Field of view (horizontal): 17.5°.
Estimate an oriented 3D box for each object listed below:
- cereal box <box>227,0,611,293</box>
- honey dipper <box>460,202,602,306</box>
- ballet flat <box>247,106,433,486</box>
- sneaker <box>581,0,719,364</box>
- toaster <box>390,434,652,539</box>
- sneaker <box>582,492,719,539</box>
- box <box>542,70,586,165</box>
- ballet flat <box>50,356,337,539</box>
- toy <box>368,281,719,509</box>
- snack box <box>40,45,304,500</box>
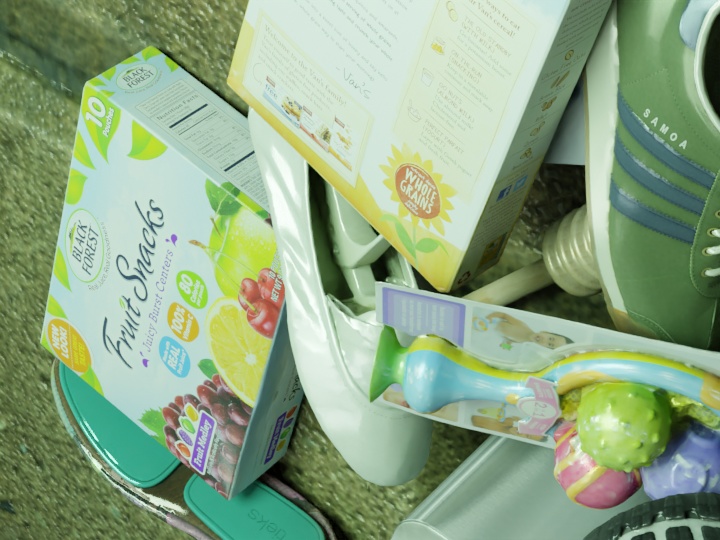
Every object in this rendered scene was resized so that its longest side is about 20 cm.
[{"bbox_3d":[0.023,-0.103,0.926,0.144,0.040,0.200,46,143,20],"label":"cereal box"},{"bbox_3d":[0.066,0.008,1.047,0.038,0.038,0.200,56,146,-4],"label":"honey dipper"},{"bbox_3d":[0.000,0.000,1.049,0.069,0.069,0.200,-14,92,50],"label":"ballet flat"},{"bbox_3d":[0.139,-0.042,0.900,0.090,0.067,0.200,17,127,43],"label":"sneaker"},{"bbox_3d":[0.103,0.173,1.064,0.181,0.119,0.200,38,139,17],"label":"toaster"},{"bbox_3d":[0.178,0.140,0.943,0.200,0.074,0.081,1,137,4],"label":"sneaker"},{"bbox_3d":[0.038,-0.141,0.951,0.137,0.038,0.200,7,123,44],"label":"box"},{"bbox_3d":[-0.091,0.115,1.269,0.200,0.069,0.071,37,159,18],"label":"ballet flat"},{"bbox_3d":[0.098,0.067,0.964,0.200,0.047,0.115,16,153,9],"label":"toy"},{"bbox_3d":[-0.086,0.004,1.179,0.142,0.053,0.200,39,140,19],"label":"snack box"}]
